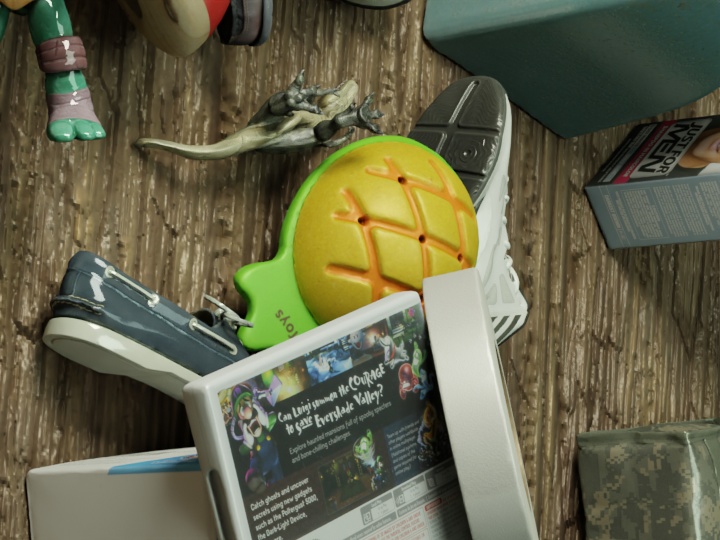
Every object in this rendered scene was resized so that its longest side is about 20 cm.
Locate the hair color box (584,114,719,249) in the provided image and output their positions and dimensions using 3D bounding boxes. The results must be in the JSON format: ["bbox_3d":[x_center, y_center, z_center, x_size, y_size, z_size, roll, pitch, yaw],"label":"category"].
[{"bbox_3d":[0.281,-0.072,1.917,0.099,0.199,0.061,-47,122,-42],"label":"hair color box"}]

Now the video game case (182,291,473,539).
[{"bbox_3d":[-0.012,0.124,1.445,0.200,0.023,0.183,-22,103,-50],"label":"video game case"}]

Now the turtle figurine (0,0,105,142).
[{"bbox_3d":[-0.190,-0.172,1.405,0.101,0.149,0.201,-22,113,-68],"label":"turtle figurine"}]

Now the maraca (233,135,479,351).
[{"bbox_3d":[0.000,0.000,1.639,0.137,0.107,0.200,50,62,-13],"label":"maraca"}]

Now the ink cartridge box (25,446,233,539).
[{"bbox_3d":[-0.070,0.176,1.500,0.200,0.146,0.147,-4,89,-51],"label":"ink cartridge box"}]

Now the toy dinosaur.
[{"bbox_3d":[-0.044,-0.094,1.603,0.200,0.088,0.048,-14,88,-52],"label":"toy dinosaur"}]

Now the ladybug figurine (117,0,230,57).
[{"bbox_3d":[-0.120,-0.205,1.470,0.072,0.136,0.200,-31,149,-9],"label":"ladybug figurine"}]

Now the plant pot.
[{"bbox_3d":[0.192,-0.227,1.822,0.196,0.199,0.197,29,64,-46],"label":"plant pot"}]

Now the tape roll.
[{"bbox_3d":[0.076,0.099,1.560,0.203,0.037,0.204,-13,90,-86],"label":"tape roll"}]

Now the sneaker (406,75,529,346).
[{"bbox_3d":[0.075,-0.027,1.774,0.115,0.075,0.201,31,71,-55],"label":"sneaker"}]

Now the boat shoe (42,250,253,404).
[{"bbox_3d":[-0.103,0.047,1.530,0.200,0.075,0.062,25,72,-34],"label":"boat shoe"}]

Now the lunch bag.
[{"bbox_3d":[0.258,0.195,1.936,0.200,0.117,0.165,-3,89,-57],"label":"lunch bag"}]

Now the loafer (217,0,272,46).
[{"bbox_3d":[-0.104,-0.233,1.571,0.063,0.072,0.201,-12,92,-25],"label":"loafer"}]

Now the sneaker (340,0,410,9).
[{"bbox_3d":[-0.007,-0.214,1.638,0.074,0.079,0.200,-52,149,0],"label":"sneaker"}]
